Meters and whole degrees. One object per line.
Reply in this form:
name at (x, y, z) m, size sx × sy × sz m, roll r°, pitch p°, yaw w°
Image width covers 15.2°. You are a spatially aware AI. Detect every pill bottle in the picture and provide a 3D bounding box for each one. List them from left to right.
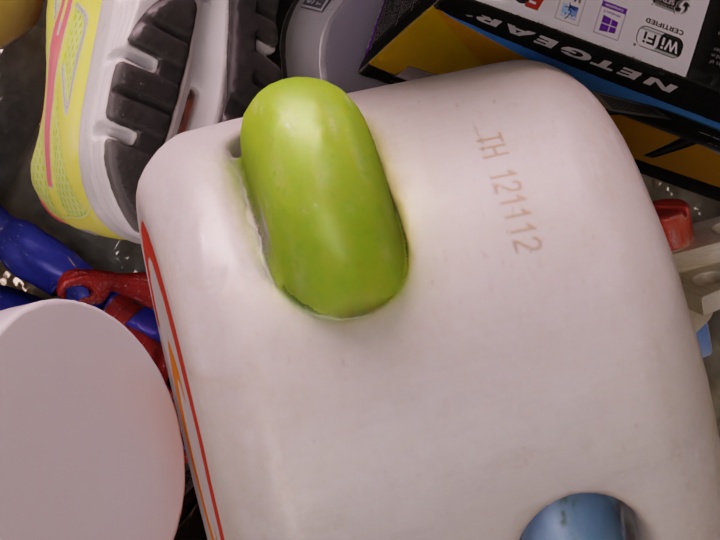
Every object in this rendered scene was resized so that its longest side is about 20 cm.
pill bottle at (-0.153, 0.068, 0.789) m, size 0.199 × 0.112 × 0.113 m, roll -14°, pitch 98°, yaw 36°

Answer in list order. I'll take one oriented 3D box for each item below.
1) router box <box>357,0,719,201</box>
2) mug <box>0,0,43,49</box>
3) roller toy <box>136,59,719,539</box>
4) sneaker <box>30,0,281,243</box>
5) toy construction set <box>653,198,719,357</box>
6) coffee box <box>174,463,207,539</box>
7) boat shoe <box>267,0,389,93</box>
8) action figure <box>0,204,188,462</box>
router box at (0.110, -0.057, 0.795) m, size 0.199 × 0.149 × 0.051 m, roll 19°, pitch 83°, yaw -7°
mug at (-0.155, -0.138, 0.859) m, size 0.186 × 0.149 × 0.154 m, roll -18°, pitch 104°, yaw 19°
roller toy at (0.023, 0.040, 0.739) m, size 0.139 × 0.200 × 0.184 m, roll -13°, pitch 87°, yaw -7°
sneaker at (-0.061, -0.100, 0.851) m, size 0.078 × 0.090 × 0.201 m, roll 27°, pitch 70°, yaw -28°
toy construction set at (0.091, 0.081, 0.874) m, size 0.130 × 0.092 × 0.201 m, roll -8°, pitch 98°, yaw 11°
coffee box at (-0.161, 0.094, 0.927) m, size 0.199 × 0.080 × 0.115 m, roll 21°, pitch 104°, yaw 7°
boat shoe at (0.000, 0.000, 0.898) m, size 0.056 × 0.068 × 0.201 m, roll 5°, pitch 110°, yaw 44°
action figure at (-0.108, 0.017, 0.884) m, size 0.199 × 0.099 × 0.066 m, roll 26°, pitch 105°, yaw 12°
